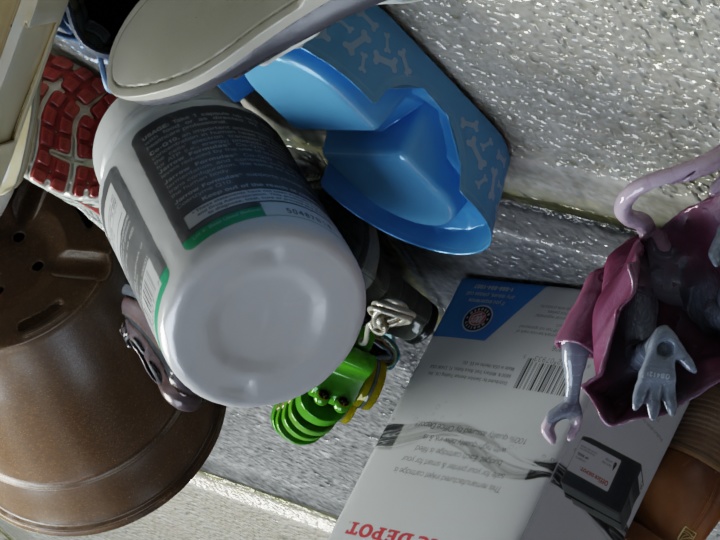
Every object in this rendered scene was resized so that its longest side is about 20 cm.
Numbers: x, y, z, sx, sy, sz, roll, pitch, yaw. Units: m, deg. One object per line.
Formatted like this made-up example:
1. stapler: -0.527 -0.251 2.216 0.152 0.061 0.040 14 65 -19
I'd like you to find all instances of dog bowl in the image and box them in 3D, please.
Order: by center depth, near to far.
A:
1. dog bowl: 0.003 -0.084 1.312 0.111 0.050 0.200 5 150 48

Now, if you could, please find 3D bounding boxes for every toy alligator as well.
1. toy alligator: -0.018 0.065 1.444 0.059 0.055 0.200 22 159 -12

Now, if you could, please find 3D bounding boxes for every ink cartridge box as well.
1. ink cartridge box: 0.087 0.113 1.455 0.144 0.201 0.084 6 150 47

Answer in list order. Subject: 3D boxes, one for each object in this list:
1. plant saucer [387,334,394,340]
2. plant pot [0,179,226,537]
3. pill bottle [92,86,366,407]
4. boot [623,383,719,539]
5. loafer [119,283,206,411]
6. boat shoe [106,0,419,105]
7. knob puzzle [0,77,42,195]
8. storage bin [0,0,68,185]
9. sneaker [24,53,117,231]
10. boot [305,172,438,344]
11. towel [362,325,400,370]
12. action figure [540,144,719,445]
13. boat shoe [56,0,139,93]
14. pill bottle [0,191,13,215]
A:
1. plant saucer: -0.065 -0.003 1.647 0.199 0.019 0.070 25 160 14
2. plant pot: -0.211 0.047 1.729 0.199 0.201 0.199 18 151 26
3. pill bottle: -0.078 -0.023 1.367 0.113 0.113 0.200 43 -171 -35
4. boot: 0.152 0.149 1.521 0.077 0.156 0.200 37 159 -24
5. loafer: -0.117 0.047 1.539 0.072 0.063 0.200 22 177 -12
6. boat shoe: -0.037 -0.120 1.185 0.199 0.073 0.063 -25 143 35
7. knob puzzle: -0.256 -0.119 1.363 0.218 0.030 0.221 7 111 19
8. storage bin: -0.263 -0.135 1.286 0.198 0.201 0.094 28 -160 14
9. sneaker: -0.165 -0.062 1.549 0.200 0.078 0.082 37 160 -21
10. boot: 0.000 0.000 1.484 0.130 0.068 0.200 34 178 -24
11. towel: -0.061 0.026 1.566 0.146 0.022 0.200 23 175 -12
12. action figure: 0.143 0.012 1.284 0.200 0.133 0.150 -105 -2 -82
13. boat shoe: -0.133 -0.145 1.315 0.084 0.069 0.200 31 160 -6
14. pill bottle: -0.329 -0.080 1.674 0.199 0.111 0.111 10 153 42
